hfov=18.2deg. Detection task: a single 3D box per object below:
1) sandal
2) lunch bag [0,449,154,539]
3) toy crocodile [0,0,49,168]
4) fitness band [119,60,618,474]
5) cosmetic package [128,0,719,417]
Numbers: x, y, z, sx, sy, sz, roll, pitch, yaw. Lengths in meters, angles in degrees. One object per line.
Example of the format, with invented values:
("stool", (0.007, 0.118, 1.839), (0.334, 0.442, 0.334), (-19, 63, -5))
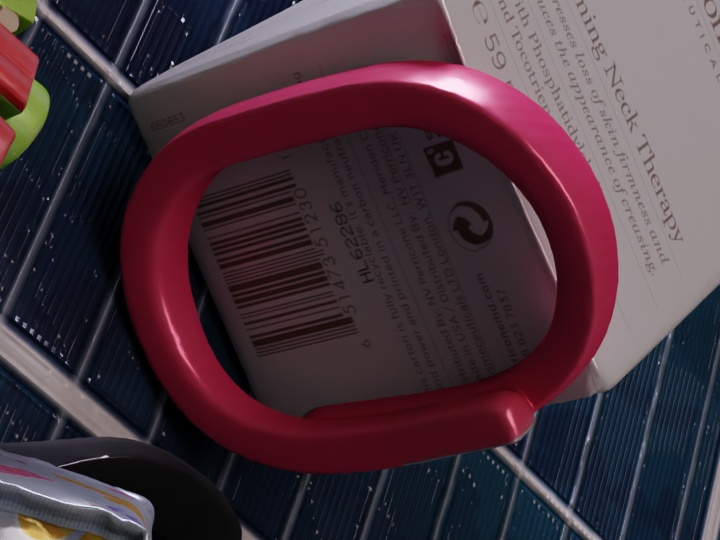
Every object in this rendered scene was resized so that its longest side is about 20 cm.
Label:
("sandal", (-0.124, 0.091, 0.747), (0.200, 0.043, 0.076), (14, 111, -39))
("lunch bag", (-0.130, 0.145, 0.612), (0.127, 0.170, 0.201), (22, 84, -4))
("toy crocodile", (-0.148, -0.039, 0.768), (0.067, 0.062, 0.201), (42, 50, -33))
("fitness band", (0.000, 0.000, 0.822), (0.037, 0.199, 0.144), (-33, 107, -55))
("cosmetic package", (0.048, -0.049, 0.921), (0.200, 0.166, 0.168), (-36, 106, -50))
